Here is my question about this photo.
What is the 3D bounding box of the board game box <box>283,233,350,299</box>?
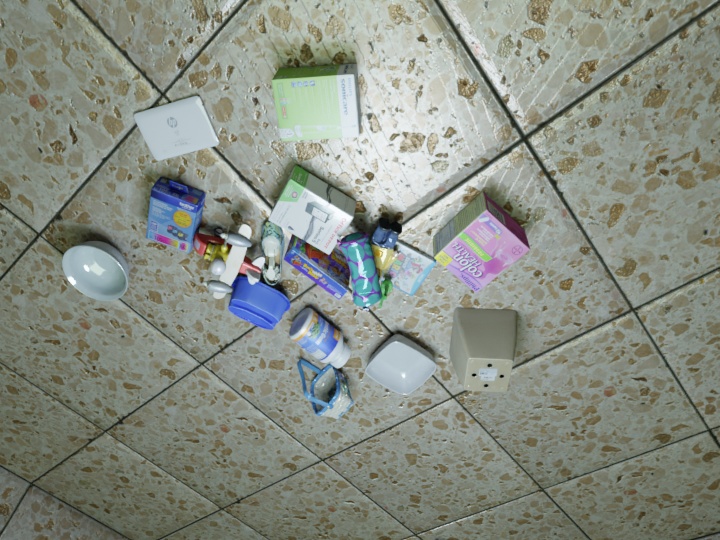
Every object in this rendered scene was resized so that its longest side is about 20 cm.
[{"bbox_3d":[-0.115,-0.028,1.491,0.198,0.136,0.045,36,123,-20],"label":"board game box"}]

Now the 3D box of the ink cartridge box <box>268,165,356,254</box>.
[{"bbox_3d":[-0.128,-0.161,1.426,0.196,0.085,0.147,29,124,-14],"label":"ink cartridge box"}]

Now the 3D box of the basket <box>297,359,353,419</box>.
[{"bbox_3d":[-0.126,0.396,1.783,0.197,0.178,0.140,29,111,-32],"label":"basket"}]

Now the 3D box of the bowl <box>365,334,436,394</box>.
[{"bbox_3d":[0.133,0.303,1.741,0.196,0.076,0.201,31,122,-16],"label":"bowl"}]

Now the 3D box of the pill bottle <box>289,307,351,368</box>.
[{"bbox_3d":[-0.124,0.222,1.687,0.199,0.114,0.111,40,121,-22],"label":"pill bottle"}]

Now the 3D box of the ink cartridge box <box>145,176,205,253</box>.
[{"bbox_3d":[-0.515,-0.167,1.472,0.132,0.077,0.204,18,124,-8],"label":"ink cartridge box"}]

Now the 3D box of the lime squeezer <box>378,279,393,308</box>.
[{"bbox_3d":[0.076,0.066,1.565,0.036,0.073,0.200,0,169,-3],"label":"lime squeezer"}]

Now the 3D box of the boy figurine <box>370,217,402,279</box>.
[{"bbox_3d":[0.048,-0.048,1.482,0.121,0.065,0.204,17,123,-10],"label":"boy figurine"}]

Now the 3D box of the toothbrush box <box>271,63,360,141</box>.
[{"bbox_3d":[-0.100,-0.397,1.251,0.192,0.087,0.149,-1,126,8],"label":"toothbrush box"}]

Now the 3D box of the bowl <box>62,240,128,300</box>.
[{"bbox_3d":[-0.785,-0.016,1.600,0.193,0.092,0.206,3,127,4],"label":"bowl"}]

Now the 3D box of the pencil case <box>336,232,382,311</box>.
[{"bbox_3d":[0.000,0.000,1.439,0.089,0.086,0.206,-13,111,1],"label":"pencil case"}]

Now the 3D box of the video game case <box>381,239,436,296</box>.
[{"bbox_3d":[0.104,-0.019,1.546,0.195,0.018,0.145,26,124,-13],"label":"video game case"}]

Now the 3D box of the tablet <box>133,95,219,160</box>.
[{"bbox_3d":[-0.475,-0.364,1.362,0.193,0.014,0.133,-11,124,13],"label":"tablet"}]

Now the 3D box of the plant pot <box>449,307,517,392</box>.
[{"bbox_3d":[0.381,0.257,1.617,0.192,0.180,0.205,2,128,4],"label":"plant pot"}]

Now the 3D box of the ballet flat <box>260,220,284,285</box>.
[{"bbox_3d":[-0.256,-0.044,1.536,0.071,0.075,0.205,4,127,3],"label":"ballet flat"}]

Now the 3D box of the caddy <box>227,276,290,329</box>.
[{"bbox_3d":[-0.312,0.092,1.622,0.196,0.107,0.141,27,149,-14],"label":"caddy"}]

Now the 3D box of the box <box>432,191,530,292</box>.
[{"bbox_3d":[0.324,-0.073,1.434,0.174,0.098,0.199,36,122,-19],"label":"box"}]

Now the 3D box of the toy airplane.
[{"bbox_3d":[-0.368,-0.022,1.483,0.193,0.142,0.206,-10,110,18],"label":"toy airplane"}]
